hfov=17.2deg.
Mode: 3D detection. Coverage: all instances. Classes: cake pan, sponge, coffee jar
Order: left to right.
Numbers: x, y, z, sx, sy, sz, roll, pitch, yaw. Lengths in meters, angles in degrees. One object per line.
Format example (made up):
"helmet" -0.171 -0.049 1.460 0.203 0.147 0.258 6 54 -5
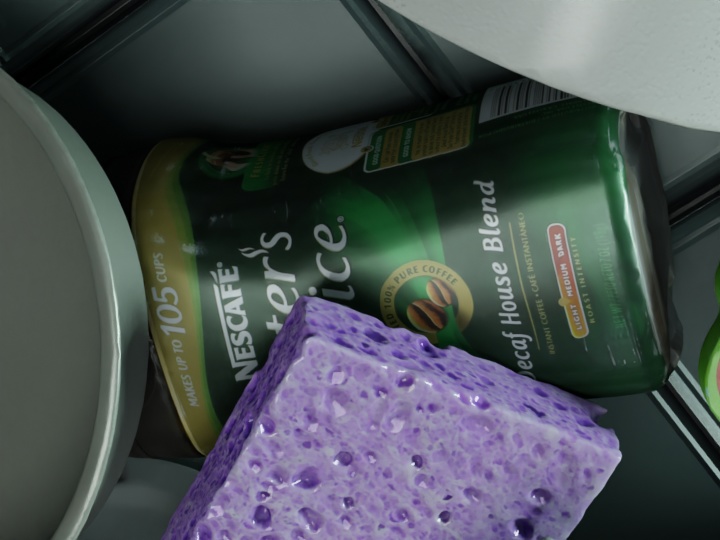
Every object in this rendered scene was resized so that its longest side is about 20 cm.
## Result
"cake pan" -0.146 0.020 0.771 0.199 0.037 0.202 2 94 33
"sponge" -0.014 0.109 0.765 0.111 0.030 0.201 22 115 -19
"coffee jar" 0.000 0.000 0.784 0.199 0.085 0.105 -10 115 14

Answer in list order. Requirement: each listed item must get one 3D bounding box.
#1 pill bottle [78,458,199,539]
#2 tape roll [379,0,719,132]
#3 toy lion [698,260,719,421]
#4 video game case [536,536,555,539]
"pill bottle" -0.097 0.179 0.877 0.113 0.114 0.201 11 119 3
"tape roll" 0.082 -0.146 0.629 0.202 0.203 0.140 21 119 -2
"toy lion" 0.211 0.011 0.732 0.199 0.069 0.193 13 98 1
"video game case" 0.042 0.192 0.764 0.200 0.022 0.182 -36 113 24
